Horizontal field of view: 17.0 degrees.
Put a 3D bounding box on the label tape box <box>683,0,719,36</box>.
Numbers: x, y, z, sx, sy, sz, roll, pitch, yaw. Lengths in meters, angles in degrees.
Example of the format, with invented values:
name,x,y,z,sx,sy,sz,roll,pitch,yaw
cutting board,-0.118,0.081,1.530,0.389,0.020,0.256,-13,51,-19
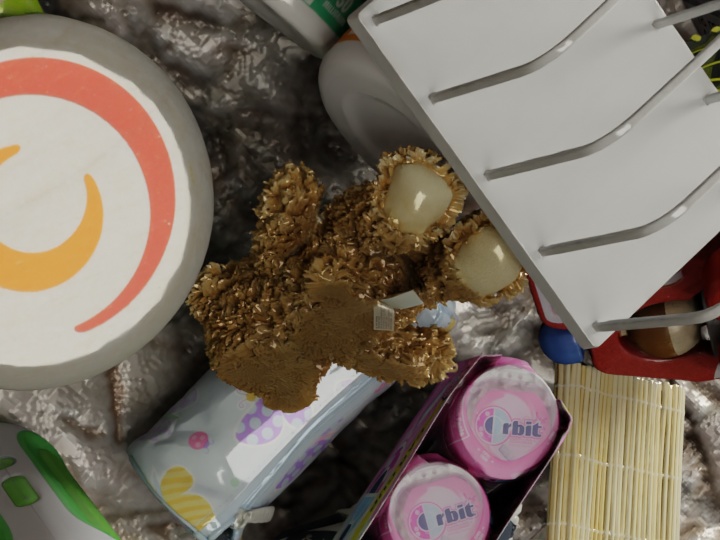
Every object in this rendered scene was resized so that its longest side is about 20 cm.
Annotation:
name,x,y,z,sx,sy,sz,roll,pitch,yaw
label tape box,0.233,-0.160,1.352,0.063,0.144,0.201,-34,116,-8

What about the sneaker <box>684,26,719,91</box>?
name,x,y,z,sx,sy,sz,roll,pitch,yaw
sneaker,0.176,-0.097,1.260,0.200,0.085,0.074,-52,159,11

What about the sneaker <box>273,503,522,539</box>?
name,x,y,z,sx,sy,sz,roll,pitch,yaw
sneaker,0.012,0.150,1.387,0.129,0.079,0.200,4,115,-34

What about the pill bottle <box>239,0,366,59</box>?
name,x,y,z,sx,sy,sz,roll,pitch,yaw
pill bottle,0.003,-0.219,1.247,0.113,0.113,0.200,39,89,-29

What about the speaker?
name,x,y,z,sx,sy,sz,roll,pitch,yaw
speaker,-0.168,0.145,1.237,0.088,0.200,0.089,-7,109,-21

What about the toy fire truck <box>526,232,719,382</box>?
name,x,y,z,sx,sy,sz,roll,pitch,yaw
toy fire truck,0.179,0.002,1.388,0.167,0.113,0.200,-9,145,9

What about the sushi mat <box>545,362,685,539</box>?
name,x,y,z,sx,sy,sz,roll,pitch,yaw
sushi mat,0.152,0.160,1.444,0.095,0.012,0.201,11,75,-28

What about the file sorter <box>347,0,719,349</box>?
name,x,y,z,sx,sy,sz,roll,pitch,yaw
file sorter,0.123,-0.088,1.126,0.139,0.124,0.200,-41,102,-22

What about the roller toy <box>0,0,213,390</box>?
name,x,y,z,sx,sy,sz,roll,pitch,yaw
roller toy,-0.175,-0.036,1.211,0.182,0.140,0.201,25,89,-19

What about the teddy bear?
name,x,y,z,sx,sy,sz,roll,pitch,yaw
teddy bear,0.000,0.000,1.230,0.144,0.067,0.200,22,141,-14

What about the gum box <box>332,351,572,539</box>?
name,x,y,z,sx,sy,sz,roll,pitch,yaw
gum box,0.034,0.138,1.300,0.066,0.114,0.201,34,82,-2

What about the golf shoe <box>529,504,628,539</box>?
name,x,y,z,sx,sy,sz,roll,pitch,yaw
golf shoe,0.117,0.235,1.456,0.075,0.091,0.201,27,92,-28

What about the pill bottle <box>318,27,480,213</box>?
name,x,y,z,sx,sy,sz,roll,pitch,yaw
pill bottle,0.079,-0.135,1.239,0.200,0.112,0.112,-49,120,-20

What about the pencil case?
name,x,y,z,sx,sy,sz,roll,pitch,yaw
pencil case,-0.038,0.065,1.333,0.200,0.091,0.083,-46,117,-5

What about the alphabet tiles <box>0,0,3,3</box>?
name,x,y,z,sx,sy,sz,roll,pitch,yaw
alphabet tiles,-0.262,-0.091,1.145,0.200,0.166,0.006,-43,143,-3
